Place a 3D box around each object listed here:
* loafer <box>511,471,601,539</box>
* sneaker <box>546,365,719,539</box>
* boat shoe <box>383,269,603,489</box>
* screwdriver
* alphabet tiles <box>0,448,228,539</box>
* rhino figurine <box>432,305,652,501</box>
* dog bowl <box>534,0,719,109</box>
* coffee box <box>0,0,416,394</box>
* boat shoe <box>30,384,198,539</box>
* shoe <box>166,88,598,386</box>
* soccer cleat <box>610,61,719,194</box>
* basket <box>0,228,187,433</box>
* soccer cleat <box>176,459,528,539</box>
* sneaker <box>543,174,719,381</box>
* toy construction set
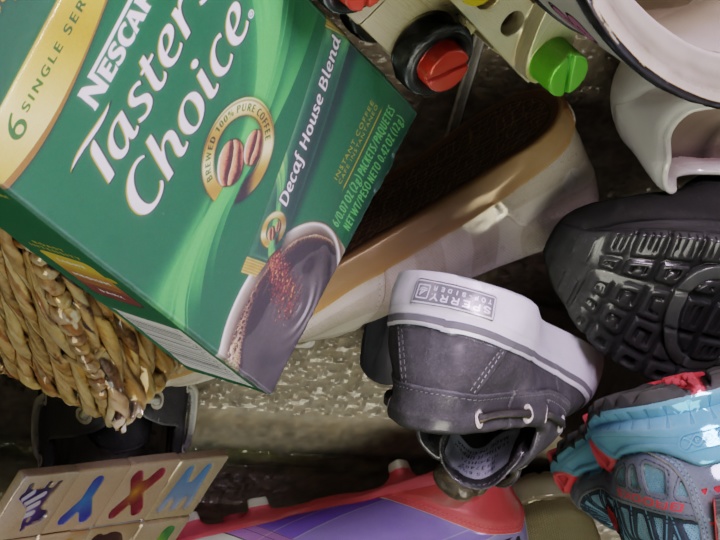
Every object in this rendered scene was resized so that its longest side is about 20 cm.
[{"bbox_3d":[0.075,0.177,1.368,0.076,0.068,0.200,-6,137,-5],"label":"loafer"},{"bbox_3d":[0.121,0.100,1.154,0.079,0.096,0.200,-12,168,1],"label":"sneaker"},{"bbox_3d":[0.047,0.048,1.103,0.070,0.066,0.200,12,173,10],"label":"boat shoe"},{"bbox_3d":[0.026,-0.032,1.176,0.029,0.028,0.200,18,130,11],"label":"screwdriver"},{"bbox_3d":[-0.152,0.141,1.169,0.200,0.008,0.167,-1,130,-57],"label":"alphabet tiles"},{"bbox_3d":[0.131,0.048,1.251,0.200,0.060,0.087,-4,140,-9],"label":"rhino figurine"},{"bbox_3d":[0.113,-0.157,0.959,0.200,0.074,0.200,-12,110,-36],"label":"dog bowl"},{"bbox_3d":[-0.063,-0.049,0.977,0.044,0.123,0.200,19,166,34],"label":"coffee box"},{"bbox_3d":[-0.102,0.053,1.206,0.074,0.060,0.200,1,136,-14],"label":"boat shoe"},{"bbox_3d":[0.000,0.000,1.134,0.200,0.070,0.053,-27,123,4],"label":"shoe"},{"bbox_3d":[0.195,-0.072,1.124,0.200,0.078,0.069,-12,137,1],"label":"soccer cleat"},{"bbox_3d":[-0.124,-0.068,1.054,0.149,0.143,0.200,19,146,35],"label":"basket"},{"bbox_3d":[-0.024,0.135,1.288,0.200,0.077,0.067,-17,165,2],"label":"soccer cleat"},{"bbox_3d":[0.150,-0.008,1.161,0.200,0.091,0.076,6,132,-34],"label":"sneaker"},{"bbox_3d":[0.036,-0.134,1.004,0.131,0.092,0.200,-46,129,3],"label":"toy construction set"}]
